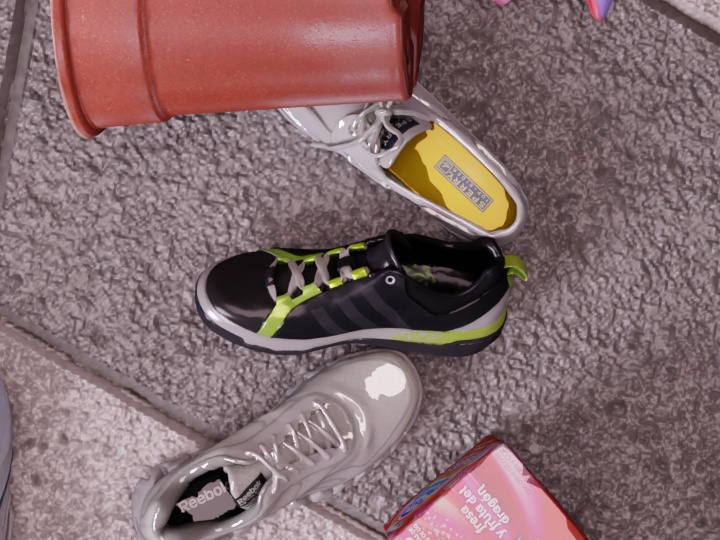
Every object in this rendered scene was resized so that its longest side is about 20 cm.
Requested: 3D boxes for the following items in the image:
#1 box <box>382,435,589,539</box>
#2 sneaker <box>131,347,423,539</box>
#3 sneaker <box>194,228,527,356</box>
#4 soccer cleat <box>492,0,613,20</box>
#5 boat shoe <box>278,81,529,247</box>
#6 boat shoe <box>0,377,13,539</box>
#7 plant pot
[{"bbox_3d":[0.111,0.205,1.607,0.095,0.100,0.200,-40,91,-1],"label":"box"},{"bbox_3d":[-0.048,0.115,1.614,0.199,0.081,0.075,-32,89,-3],"label":"sneaker"},{"bbox_3d":[0.000,0.000,1.606,0.199,0.083,0.072,1,49,-9],"label":"sneaker"},{"bbox_3d":[0.065,-0.200,1.628,0.199,0.068,0.074,7,97,-3],"label":"soccer cleat"},{"bbox_3d":[0.019,-0.084,1.613,0.202,0.086,0.075,41,88,-1],"label":"boat shoe"},{"bbox_3d":[-0.248,0.156,1.615,0.073,0.065,0.201,5,69,6],"label":"boat shoe"},{"bbox_3d":[-0.063,-0.176,1.541,0.194,0.201,0.202,1,90,6],"label":"plant pot"}]
